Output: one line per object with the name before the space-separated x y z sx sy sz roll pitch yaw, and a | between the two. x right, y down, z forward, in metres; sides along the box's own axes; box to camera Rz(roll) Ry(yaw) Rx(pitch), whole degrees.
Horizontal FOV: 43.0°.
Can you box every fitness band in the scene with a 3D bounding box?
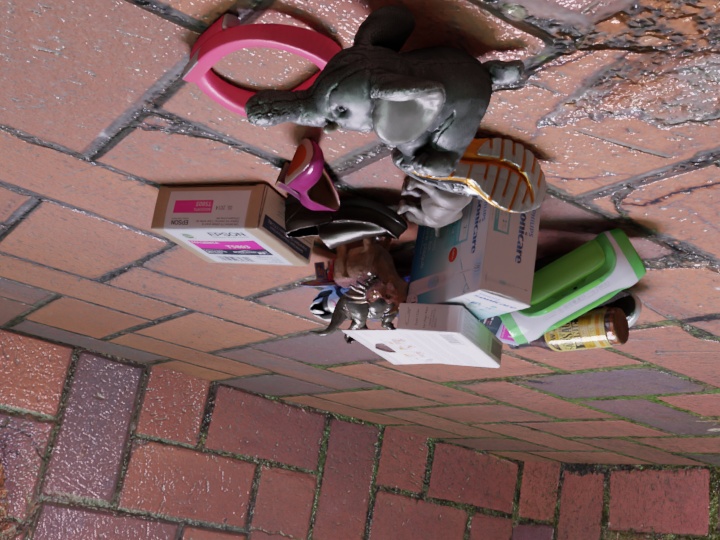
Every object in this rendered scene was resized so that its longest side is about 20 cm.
fitness band | -0.103 -0.211 0.963 0.143 0.038 0.200 16 163 -29

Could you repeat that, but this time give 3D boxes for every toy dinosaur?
toy dinosaur | 0.000 0.000 1.403 0.086 0.136 0.200 18 167 -30
toy dinosaur | 0.014 0.058 1.455 0.200 0.103 0.077 -8 -161 -2

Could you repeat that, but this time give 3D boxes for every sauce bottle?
sauce bottle | 0.333 0.102 1.490 0.200 0.066 0.066 -13 153 37

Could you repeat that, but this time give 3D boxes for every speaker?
speaker | 0.287 0.022 1.260 0.200 0.089 0.088 -31 151 11

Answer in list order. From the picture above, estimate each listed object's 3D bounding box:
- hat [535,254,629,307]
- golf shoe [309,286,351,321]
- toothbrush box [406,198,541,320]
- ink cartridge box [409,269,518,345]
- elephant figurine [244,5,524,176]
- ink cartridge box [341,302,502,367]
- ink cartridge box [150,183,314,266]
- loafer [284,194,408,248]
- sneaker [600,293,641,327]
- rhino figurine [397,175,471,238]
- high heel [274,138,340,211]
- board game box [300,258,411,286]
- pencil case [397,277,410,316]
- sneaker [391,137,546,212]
hat | 0.304 0.019 1.395 0.200 0.081 0.201 -7 169 -1
golf shoe | -0.048 0.052 1.571 0.092 0.073 0.200 -4 175 -17
toothbrush box | 0.153 -0.012 1.268 0.085 0.147 0.200 17 163 -24
ink cartridge box | 0.176 0.043 1.482 0.200 0.120 0.042 13 -171 -6
elephant figurine | 0.024 -0.166 0.840 0.141 0.155 0.200 25 -175 38
ink cartridge box | 0.094 0.096 1.324 0.176 0.045 0.200 0 161 25
ink cartridge box | -0.194 -0.068 1.414 0.200 0.075 0.165 2 163 28
loafer | -0.025 -0.061 1.312 0.200 0.071 0.073 8 165 31
sneaker | 0.368 0.065 1.526 0.099 0.071 0.200 14 168 -30
rhino figurine | 0.095 -0.088 1.204 0.087 0.060 0.200 14 165 -1
high heel | -0.049 -0.117 1.174 0.096 0.068 0.200 24 176 -11
board game box | -0.003 -0.004 1.536 0.200 0.039 0.158 -7 -176 -11
pencil case | 0.102 0.047 1.574 0.200 0.078 0.087 -2 136 19
sneaker | 0.127 -0.121 1.070 0.200 0.078 0.077 19 175 -17
